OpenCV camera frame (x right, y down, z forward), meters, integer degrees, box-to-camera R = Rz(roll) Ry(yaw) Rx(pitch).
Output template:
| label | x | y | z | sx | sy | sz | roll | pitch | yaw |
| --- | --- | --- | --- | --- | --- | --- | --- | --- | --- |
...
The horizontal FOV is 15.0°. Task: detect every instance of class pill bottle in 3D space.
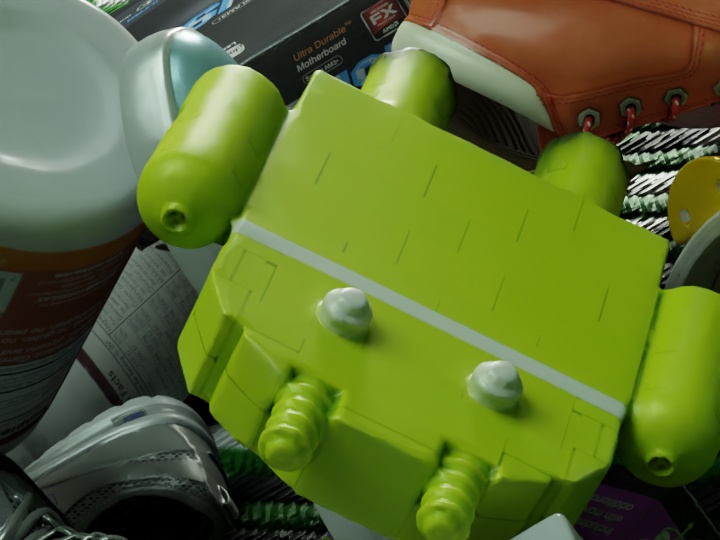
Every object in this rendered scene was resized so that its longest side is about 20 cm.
| label | x | y | z | sx | sy | sz | roll | pitch | yaw |
| --- | --- | --- | --- | --- | --- | --- | --- | --- | --- |
| pill bottle | -0.145 | -0.001 | 0.947 | 0.200 | 0.112 | 0.112 | -57 | 2 | 46 |
| pill bottle | -0.112 | 0.020 | 1.157 | 0.200 | 0.110 | 0.109 | -44 | 25 | -19 |

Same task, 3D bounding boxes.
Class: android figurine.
| label | x | y | z | sx | sy | sz | roll | pitch | yaw |
| --- | --- | --- | --- | --- | --- | --- | --- | --- | --- |
| android figurine | 0.021 | 0.007 | 0.781 | 0.041 | 0.182 | 0.200 | -62 | 1 | 35 |

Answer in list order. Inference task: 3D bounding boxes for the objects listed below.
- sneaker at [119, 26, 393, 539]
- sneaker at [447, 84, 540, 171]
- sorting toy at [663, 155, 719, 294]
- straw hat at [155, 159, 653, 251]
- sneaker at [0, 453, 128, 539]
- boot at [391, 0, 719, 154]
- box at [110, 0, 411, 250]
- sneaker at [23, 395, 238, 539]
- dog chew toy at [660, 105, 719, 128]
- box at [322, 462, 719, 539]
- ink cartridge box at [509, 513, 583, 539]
| label | x | y | z | sx | sy | sz | roll | pitch | yaw |
| --- | --- | --- | --- | --- | --- | --- | --- | --- | --- |
| sneaker | 0.000 | 0.000 | 0.863 | 0.082 | 0.200 | 0.074 | -32 | -4 | 23 |
| sneaker | 0.024 | -0.051 | 1.121 | 0.106 | 0.075 | 0.200 | -31 | -2 | 16 |
| sorting toy | 0.208 | -0.016 | 0.845 | 0.180 | 0.107 | 0.200 | -27 | 16 | -33 |
| straw hat | 0.022 | 0.016 | 1.000 | 0.201 | 0.085 | 0.201 | -10 | -1 | 0 |
| sneaker | -0.108 | 0.104 | 0.901 | 0.075 | 0.115 | 0.200 | -45 | -1 | -18 |
| boot | 0.109 | -0.074 | 0.922 | 0.107 | 0.200 | 0.075 | -65 | -9 | 0 |
| box | -0.020 | -0.102 | 1.059 | 0.200 | 0.050 | 0.199 | -32 | 18 | 3 |
| sneaker | -0.134 | 0.124 | 1.032 | 0.200 | 0.075 | 0.082 | -40 | 27 | -5 |
| dog chew toy | 0.165 | -0.144 | 1.094 | 0.200 | 0.125 | 0.124 | -40 | 22 | -30 |
| box | 0.005 | 0.135 | 0.876 | 0.200 | 0.036 | 0.143 | -46 | 25 | -20 |
| ink cartridge box | 0.002 | 0.178 | 0.699 | 0.200 | 0.083 | 0.145 | -31 | 39 | 10 |
